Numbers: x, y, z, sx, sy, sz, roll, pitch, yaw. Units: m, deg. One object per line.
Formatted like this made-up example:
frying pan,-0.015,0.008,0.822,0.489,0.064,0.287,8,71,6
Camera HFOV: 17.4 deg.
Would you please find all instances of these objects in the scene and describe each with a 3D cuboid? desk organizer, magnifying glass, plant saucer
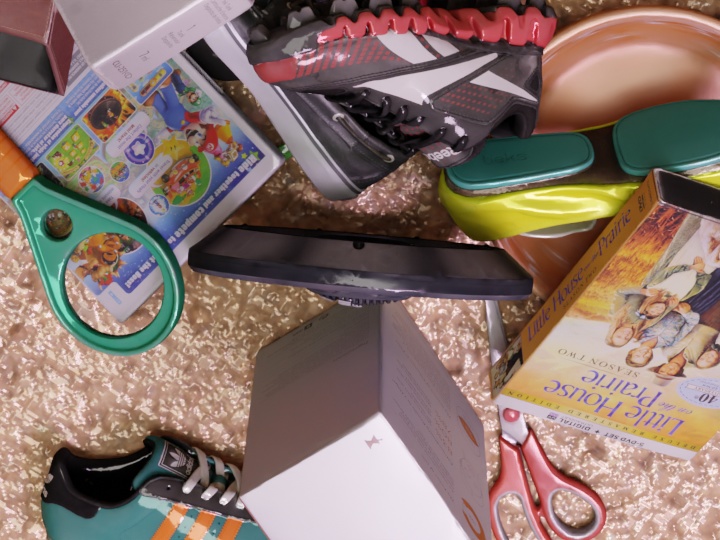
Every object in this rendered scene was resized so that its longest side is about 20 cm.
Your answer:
desk organizer,-0.261,-0.153,1.339,0.199,0.072,0.077,14,107,4
magnifying glass,-0.182,-0.033,1.380,0.080,0.022,0.200,-42,90,16
plant saucer,0.168,-0.064,1.407,0.199,0.037,0.201,0,111,1

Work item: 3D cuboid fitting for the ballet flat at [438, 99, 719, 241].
ballet flat,0.145,-0.053,1.366,0.199,0.067,0.067,-8,132,7

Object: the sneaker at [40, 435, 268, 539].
sneaker,-0.103,0.146,1.474,0.199,0.071,0.080,-1,116,3

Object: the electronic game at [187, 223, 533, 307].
electronic game,0.000,0.000,1.350,0.199,0.200,0.042,5,93,-1

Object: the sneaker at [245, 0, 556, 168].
sneaker,0.026,-0.105,1.304,0.199,0.071,0.099,-4,94,-35

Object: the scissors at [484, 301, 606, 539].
scissors,0.091,0.103,1.485,0.073,0.014,0.201,-23,111,11

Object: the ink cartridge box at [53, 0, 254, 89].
ink cartridge box,-0.109,-0.227,1.273,0.176,0.045,0.201,-31,72,3

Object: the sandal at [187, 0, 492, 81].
sandal,-0.007,-0.152,1.369,0.199,0.045,0.075,-17,110,7

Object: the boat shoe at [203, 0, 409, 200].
boat shoe,-0.040,-0.129,1.337,0.056,0.069,0.200,-25,118,22

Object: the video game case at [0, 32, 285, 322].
video game case,-0.161,-0.089,1.385,0.143,0.018,0.200,-44,90,16

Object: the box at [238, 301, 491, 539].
box,0.006,0.111,1.390,0.097,0.200,0.125,-31,108,12

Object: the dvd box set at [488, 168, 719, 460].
dvd box set,0.185,0.031,1.392,0.146,0.030,0.200,18,135,-20

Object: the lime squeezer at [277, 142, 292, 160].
lime squeezer,-0.102,-0.073,1.405,0.199,0.038,0.071,7,115,0
